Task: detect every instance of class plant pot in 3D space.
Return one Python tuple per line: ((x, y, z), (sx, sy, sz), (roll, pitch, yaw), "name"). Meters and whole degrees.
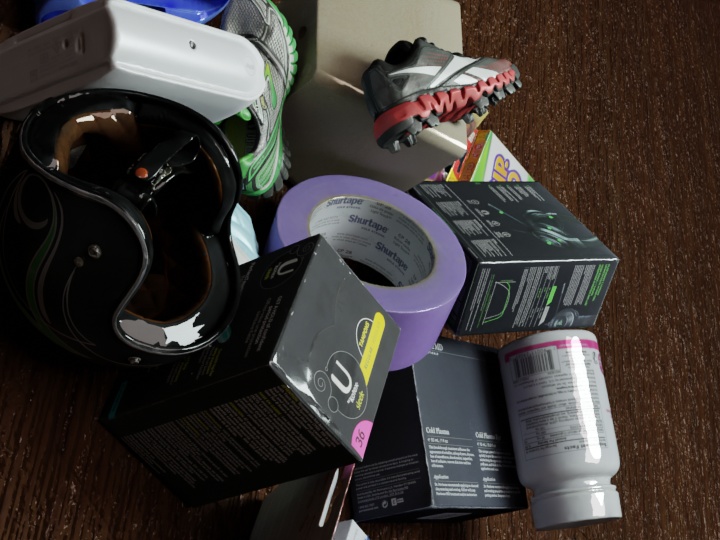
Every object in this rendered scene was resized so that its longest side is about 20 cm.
((-0.019, -0.199, 1.280), (0.176, 0.199, 0.202), (21, 56, -35), "plant pot")

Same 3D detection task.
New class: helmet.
((-0.188, -0.023, 0.936), (0.201, 0.198, 0.192), (-59, 164, -50), "helmet")

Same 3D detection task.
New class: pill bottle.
((0.219, 0.175, 1.304), (0.113, 0.113, 0.203), (14, 63, -51), "pill bottle")

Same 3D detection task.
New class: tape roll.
((0.000, 0.000, 1.197), (0.198, 0.085, 0.201), (14, 39, -12), "tape roll")

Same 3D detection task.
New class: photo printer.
((-0.192, -0.164, 1.026), (0.199, 0.165, 0.070), (4, 77, -55), "photo printer")

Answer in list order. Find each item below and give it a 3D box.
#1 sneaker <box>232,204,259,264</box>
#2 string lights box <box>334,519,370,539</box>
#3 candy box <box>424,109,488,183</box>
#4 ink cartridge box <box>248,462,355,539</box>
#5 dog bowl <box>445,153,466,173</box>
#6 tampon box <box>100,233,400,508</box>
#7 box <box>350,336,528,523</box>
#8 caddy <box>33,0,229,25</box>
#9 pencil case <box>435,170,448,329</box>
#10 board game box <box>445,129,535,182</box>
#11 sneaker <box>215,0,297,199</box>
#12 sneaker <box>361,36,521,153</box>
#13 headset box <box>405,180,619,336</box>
((-0.117, -0.014, 1.139), (0.082, 0.073, 0.202), (-40, 107, -50), "sneaker")
((0.013, 0.347, 1.154), (0.201, 0.059, 0.103), (52, 36, -26), "string lights box")
((0.067, -0.197, 1.385), (0.056, 0.117, 0.201), (27, 25, -29), "candy box")
((-0.044, 0.228, 1.010), (0.050, 0.200, 0.163), (33, 45, -14), "ink cartridge box")
((0.123, -0.090, 1.495), (0.201, 0.111, 0.050), (56, 49, -21), "dog bowl")
((-0.090, 0.088, 1.012), (0.126, 0.199, 0.151), (49, 39, -28), "tampon box")
((0.079, 0.174, 1.296), (0.199, 0.103, 0.184), (16, 62, -51), "box")
((-0.206, -0.256, 1.075), (0.199, 0.140, 0.106), (-8, 77, -55), "caddy")
((0.098, -0.033, 1.436), (0.201, 0.093, 0.091), (62, 17, -15), "pencil case")
((0.174, -0.083, 1.443), (0.200, 0.030, 0.096), (40, 65, -38), "board game box")
((-0.106, -0.174, 1.150), (0.085, 0.077, 0.203), (14, 72, -71), "sneaker")
((0.078, -0.189, 1.180), (0.199, 0.071, 0.099), (-24, 83, -37), "sneaker")
((0.159, -0.019, 1.316), (0.198, 0.094, 0.174), (-3, 34, -29), "headset box")
